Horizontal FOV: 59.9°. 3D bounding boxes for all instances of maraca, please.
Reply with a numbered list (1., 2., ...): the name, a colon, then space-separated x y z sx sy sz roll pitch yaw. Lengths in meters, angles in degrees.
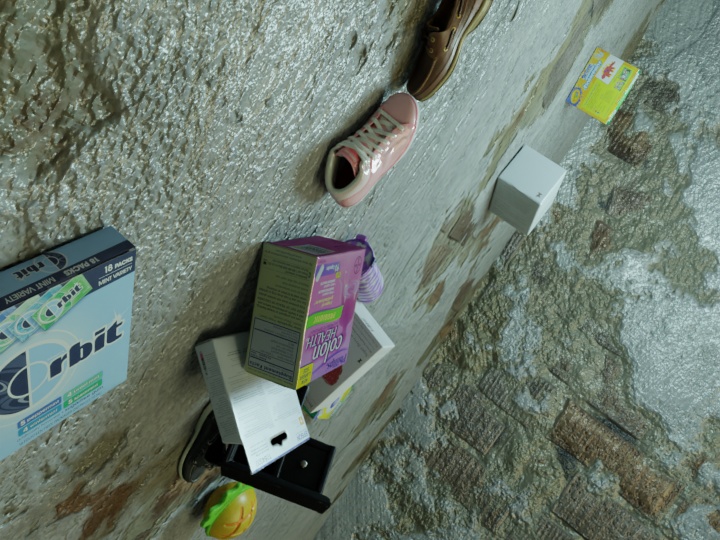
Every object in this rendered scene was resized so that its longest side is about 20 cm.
1. maraca: -0.287 0.519 1.359 0.137 0.106 0.201 -47 161 -20

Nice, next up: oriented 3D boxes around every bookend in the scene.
1. bookend: -0.120 0.292 1.109 0.093 0.196 0.202 114 -3 -61

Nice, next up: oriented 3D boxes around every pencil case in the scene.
1. pencil case: 0.000 0.000 1.240 0.200 0.082 0.087 71 33 -71

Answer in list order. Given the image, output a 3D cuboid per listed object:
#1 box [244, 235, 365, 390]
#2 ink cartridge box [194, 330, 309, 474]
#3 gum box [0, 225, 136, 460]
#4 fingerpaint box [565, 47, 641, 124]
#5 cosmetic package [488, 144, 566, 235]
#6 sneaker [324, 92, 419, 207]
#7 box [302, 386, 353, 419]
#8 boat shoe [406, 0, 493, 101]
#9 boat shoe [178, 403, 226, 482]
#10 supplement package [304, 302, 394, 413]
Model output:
1. box: -0.083 0.058 0.986 0.175 0.095 0.205 -12 115 -65
2. ink cartridge box: -0.165 0.197 0.987 0.043 0.204 0.196 -18 174 20
3. gum box: -0.305 0.075 0.610 0.169 0.044 0.202 -36 155 -47
4. fingerpaint box: 0.841 -0.639 2.168 0.073 0.166 0.203 -20 141 -57
5. cosmetic package: 0.549 -0.263 2.072 0.167 0.166 0.201 -47 162 -19
6. sneaker: 0.016 -0.186 0.940 0.202 0.075 0.105 -53 168 7
7. box: -0.082 0.343 1.692 0.118 0.048 0.200 -54 164 -2
8. boat shoe: 0.120 -0.355 0.948 0.066 0.073 0.202 9 129 -33
9. boat shoe: -0.267 0.321 1.122 0.074 0.066 0.202 -19 140 -62
10. supplement package: -0.048 0.174 1.272 0.200 0.122 0.120 -43 166 8
